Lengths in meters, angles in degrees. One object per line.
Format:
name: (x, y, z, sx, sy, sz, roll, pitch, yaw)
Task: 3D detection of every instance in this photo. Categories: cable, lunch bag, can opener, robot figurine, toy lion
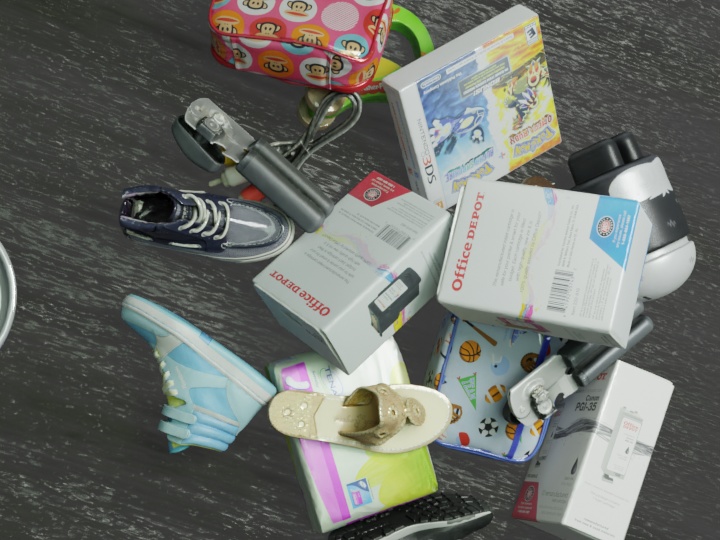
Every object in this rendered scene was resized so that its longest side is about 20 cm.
cable: (-0.078, -0.130, 1.591, 0.199, 0.050, 0.098, -26, 98, 17)
lunch bag: (-0.063, -0.300, 1.581, 0.199, 0.082, 0.177, 13, 61, 6)
can opener: (0.239, 0.099, 1.568, 0.200, 0.066, 0.053, -36, 112, -10)
robot figurine: (0.323, -0.061, 1.686, 0.149, 0.125, 0.201, -23, 89, -5)
toy lion: (-0.012, -0.271, 1.661, 0.199, 0.069, 0.193, -6, 77, -15)
lunch bag: (0.162, 0.116, 1.621, 0.159, 0.076, 0.201, 15, 100, -9)
can opener: (-0.123, -0.112, 1.566, 0.200, 0.067, 0.053, 42, 40, -6)

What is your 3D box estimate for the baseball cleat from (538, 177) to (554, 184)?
baseball cleat: (0.199, -0.010, 1.674, 0.106, 0.070, 0.202, -5, 84, -15)

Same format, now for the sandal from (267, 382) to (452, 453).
sandal: (0.005, 0.161, 1.529, 0.210, 0.070, 0.078, 3, 84, -10)

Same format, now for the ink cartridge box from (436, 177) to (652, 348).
ink cartridge box: (0.197, -0.009, 1.504, 0.199, 0.085, 0.146, 10, 79, 25)

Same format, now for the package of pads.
package of pads: (-0.007, 0.180, 1.598, 0.154, 0.068, 0.201, -17, 88, -15)

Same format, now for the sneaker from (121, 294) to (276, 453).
sneaker: (-0.207, 0.125, 1.551, 0.199, 0.080, 0.131, 35, 87, 4)

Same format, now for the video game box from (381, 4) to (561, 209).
video game box: (0.134, -0.186, 1.641, 0.199, 0.047, 0.183, -31, 131, -16)

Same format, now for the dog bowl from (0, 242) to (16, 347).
dog bowl: (-0.469, 0.030, 1.492, 0.199, 0.079, 0.202, 2, 82, -14)

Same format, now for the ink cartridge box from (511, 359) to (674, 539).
ink cartridge box: (0.269, 0.211, 1.624, 0.082, 0.146, 0.201, 24, 77, -13)

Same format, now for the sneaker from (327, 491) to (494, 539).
sneaker: (0.061, 0.320, 1.609, 0.199, 0.076, 0.088, -14, 107, -15)

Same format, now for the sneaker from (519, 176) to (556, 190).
sneaker: (0.234, -0.027, 1.587, 0.070, 0.076, 0.201, 3, 63, -31)

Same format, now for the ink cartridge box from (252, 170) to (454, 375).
ink cartridge box: (0.000, 0.000, 1.576, 0.200, 0.146, 0.083, -42, 134, -14)

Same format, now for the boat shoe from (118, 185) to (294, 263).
boat shoe: (-0.174, -0.053, 1.549, 0.198, 0.093, 0.075, 2, 82, 1)
